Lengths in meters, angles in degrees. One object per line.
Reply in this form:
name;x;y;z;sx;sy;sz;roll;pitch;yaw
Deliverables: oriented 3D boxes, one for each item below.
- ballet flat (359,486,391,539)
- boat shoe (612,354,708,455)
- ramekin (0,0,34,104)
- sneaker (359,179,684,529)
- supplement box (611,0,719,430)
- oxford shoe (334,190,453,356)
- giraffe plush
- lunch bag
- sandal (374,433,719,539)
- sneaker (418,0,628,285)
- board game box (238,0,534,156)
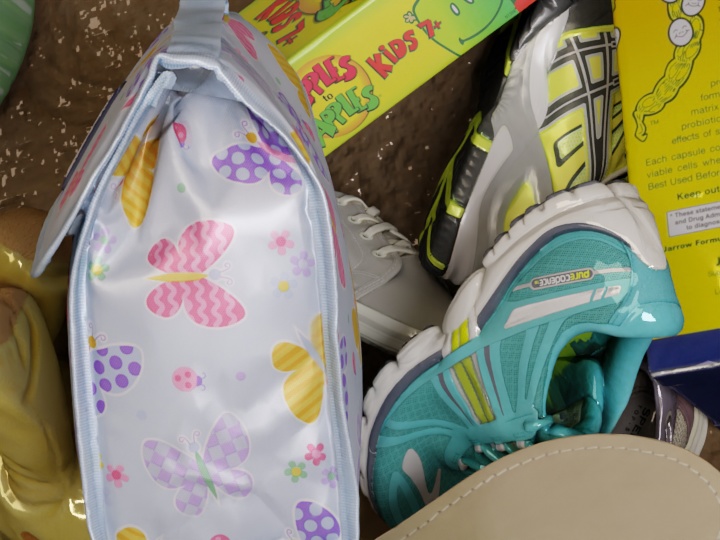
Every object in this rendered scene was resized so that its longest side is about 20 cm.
ballet flat;-0.046;0.166;1.040;0.069;0.063;0.200;24;85;32
boat shoe;0.083;0.124;0.992;0.072;0.065;0.200;25;87;26
ramekin;-0.265;-0.138;1.215;0.200;0.098;0.200;-8;71;23
sneaker;0.060;0.051;0.943;0.200;0.077;0.080;-57;46;41
supplement box;0.174;-0.047;0.978;0.109;0.109;0.200;-11;70;22
oxford shoe;0.000;0.000;1.066;0.200;0.075;0.058;28;88;33
giraffe plush;-0.168;0.079;1.086;0.162;0.172;0.200;-13;94;32
lunch bag;-0.064;0.000;0.934;0.127;0.170;0.200;-3;105;-2
sandal;0.050;0.124;0.928;0.211;0.070;0.078;-24;71;11
sneaker;0.094;-0.076;1.058;0.076;0.075;0.200;25;77;-6
board game box;-0.012;-0.101;1.057;0.200;0.048;0.102;-37;23;5
